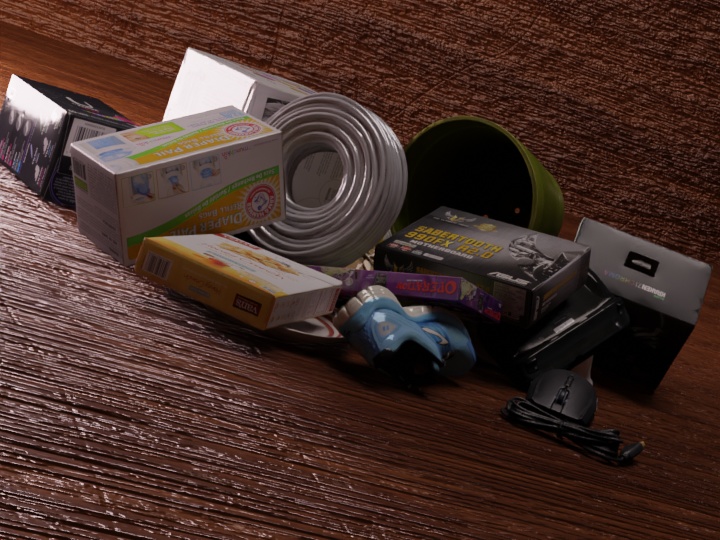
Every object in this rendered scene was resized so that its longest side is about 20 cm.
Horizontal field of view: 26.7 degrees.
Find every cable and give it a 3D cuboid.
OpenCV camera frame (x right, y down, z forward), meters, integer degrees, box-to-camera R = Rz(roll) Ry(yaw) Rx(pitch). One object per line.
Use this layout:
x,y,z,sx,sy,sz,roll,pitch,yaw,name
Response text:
-0.047,-0.099,1.695,0.069,0.199,0.202,30,33,-62,cable

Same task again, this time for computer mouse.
0.233,0.143,1.559,0.139,0.047,0.200,22,9,17,computer mouse

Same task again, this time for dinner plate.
-0.098,0.037,1.524,0.198,0.025,0.200,21,9,-3,dinner plate

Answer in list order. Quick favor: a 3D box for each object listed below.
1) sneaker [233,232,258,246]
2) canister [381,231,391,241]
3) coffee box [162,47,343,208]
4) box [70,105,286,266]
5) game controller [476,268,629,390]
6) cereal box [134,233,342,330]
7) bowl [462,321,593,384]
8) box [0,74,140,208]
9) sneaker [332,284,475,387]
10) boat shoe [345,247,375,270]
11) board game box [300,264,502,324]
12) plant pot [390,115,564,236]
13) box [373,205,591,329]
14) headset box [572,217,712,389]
-0.138,-0.041,1.766,0.198,0.074,0.112,11,15,-10,sneaker
0.063,-0.018,1.993,0.198,0.087,0.148,12,13,-34,canister
-0.131,-0.144,1.934,0.196,0.202,0.199,14,11,-36,coffee box
-0.188,-0.093,1.593,0.198,0.103,0.112,-18,30,-31,box
0.220,0.061,1.720,0.199,0.042,0.104,-27,62,-38,game controller
-0.114,0.007,1.471,0.143,0.040,0.200,23,10,14,cereal box
0.199,0.063,1.809,0.199,0.091,0.201,21,10,-4,bowl
-0.342,-0.148,1.794,0.121,0.107,0.200,14,11,-36,box
0.052,0.084,1.493,0.199,0.078,0.090,18,35,-51,sneaker
0.000,0.000,1.813,0.071,0.065,0.199,25,10,27,boat shoe
0.037,0.025,1.594,0.198,0.033,0.120,5,-15,28,board game box
0.164,-0.081,1.894,0.199,0.202,0.192,25,10,27,plant pot
0.137,-0.007,1.705,0.198,0.049,0.158,17,28,28,box
0.326,0.041,1.896,0.172,0.093,0.201,21,-28,7,headset box
